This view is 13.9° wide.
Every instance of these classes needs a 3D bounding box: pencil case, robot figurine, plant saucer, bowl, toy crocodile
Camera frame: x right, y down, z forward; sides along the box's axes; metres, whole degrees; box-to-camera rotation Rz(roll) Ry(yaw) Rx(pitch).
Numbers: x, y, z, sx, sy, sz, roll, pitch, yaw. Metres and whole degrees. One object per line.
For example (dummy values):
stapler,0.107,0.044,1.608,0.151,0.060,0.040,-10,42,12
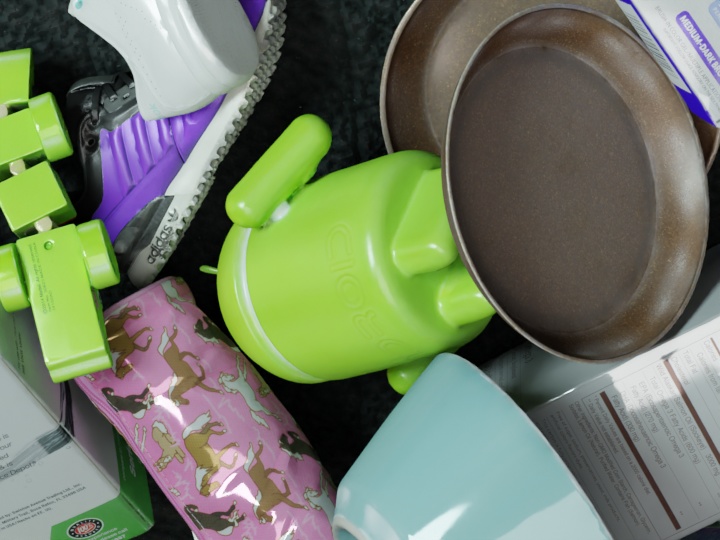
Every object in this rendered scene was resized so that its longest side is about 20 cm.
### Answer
pencil case,-0.086,0.099,1.697,0.083,0.086,0.200,-40,82,30
robot figurine,0.000,0.000,1.683,0.200,0.116,0.175,-17,130,42
plant saucer,0.114,-0.047,1.631,0.032,0.200,0.201,-11,117,51
plant saucer,0.111,-0.102,1.705,0.199,0.037,0.201,1,111,3
bowl,0.058,0.157,1.620,0.105,0.201,0.201,-34,108,-13
toy crocodile,-0.182,-0.034,1.667,0.067,0.062,0.201,-20,78,1

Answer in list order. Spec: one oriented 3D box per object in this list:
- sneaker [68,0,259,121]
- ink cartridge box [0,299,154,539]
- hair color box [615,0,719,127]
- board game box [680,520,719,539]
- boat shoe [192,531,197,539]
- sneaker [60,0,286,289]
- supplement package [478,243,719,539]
sneaker,-0.135,-0.179,1.646,0.088,0.075,0.201,-27,81,33
ink cartridge box,-0.231,0.098,1.724,0.146,0.083,0.200,-22,138,10
hair color box,0.242,-0.184,1.634,0.200,0.065,0.109,-37,106,0
board game box,0.240,0.138,1.703,0.199,0.200,0.026,-28,106,12
boat shoe,-0.066,0.142,1.760,0.068,0.072,0.201,-14,80,11
sneaker,-0.120,-0.092,1.701,0.099,0.070,0.201,29,106,1
supplement package,0.179,0.079,1.728,0.199,0.117,0.118,-27,105,11
